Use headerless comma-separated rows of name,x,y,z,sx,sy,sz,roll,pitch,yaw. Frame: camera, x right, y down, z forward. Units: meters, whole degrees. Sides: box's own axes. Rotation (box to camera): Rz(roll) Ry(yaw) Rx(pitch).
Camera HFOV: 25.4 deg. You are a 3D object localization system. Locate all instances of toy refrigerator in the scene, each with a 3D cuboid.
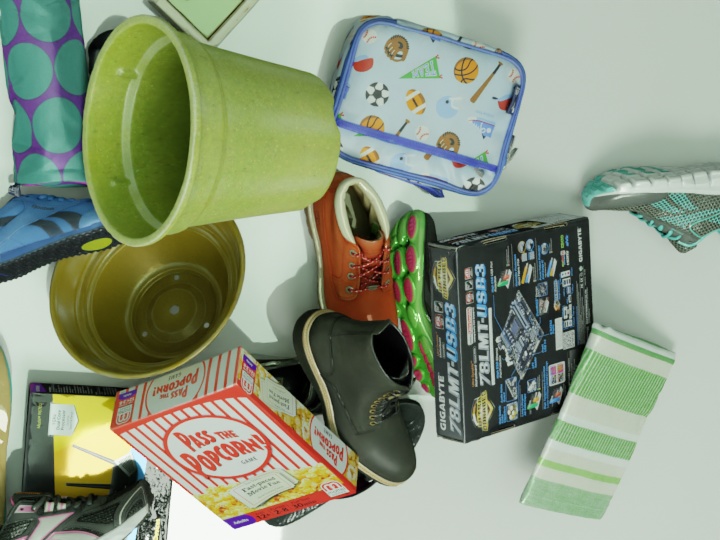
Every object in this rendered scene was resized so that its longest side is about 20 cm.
toy refrigerator,-0.108,-0.306,1.529,0.076,0.070,0.200,43,88,-16

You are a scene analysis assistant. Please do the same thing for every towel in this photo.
towel,0.249,0.161,1.674,0.152,0.023,0.201,19,96,-46

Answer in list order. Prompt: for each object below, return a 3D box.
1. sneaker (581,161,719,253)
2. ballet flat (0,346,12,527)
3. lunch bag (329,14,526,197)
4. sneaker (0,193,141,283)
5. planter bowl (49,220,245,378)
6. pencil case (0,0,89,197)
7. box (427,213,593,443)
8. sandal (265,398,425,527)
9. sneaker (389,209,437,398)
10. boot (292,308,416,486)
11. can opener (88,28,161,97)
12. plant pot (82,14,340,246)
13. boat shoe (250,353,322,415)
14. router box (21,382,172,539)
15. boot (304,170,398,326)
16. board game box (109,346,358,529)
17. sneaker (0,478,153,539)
sneaker,0.327,-0.062,1.667,0.198,0.078,0.092,-2,103,-11
ballet flat,-0.373,0.167,1.538,0.063,0.068,0.202,-11,105,-50
lunch bag,0.065,-0.159,1.591,0.198,0.076,0.162,16,97,-14
sneaker,-0.291,-0.049,1.509,0.198,0.066,0.079,-16,73,11
planter bowl,-0.192,0.024,1.534,0.198,0.084,0.202,-7,64,13
pencil case,-0.298,-0.175,1.499,0.085,0.092,0.202,-14,103,-46
box,0.156,0.055,1.615,0.197,0.049,0.202,-13,104,-38
sandal,-0.013,0.206,1.633,0.200,0.048,0.076,-34,123,-2
sneaker,0.079,0.031,1.633,0.083,0.077,0.202,-21,106,-28
boot,0.023,0.130,1.531,0.077,0.138,0.201,-43,113,-26
can opener,-0.171,-0.181,1.544,0.199,0.063,0.079,18,68,-24
plant pot,-0.125,-0.122,1.448,0.183,0.200,0.202,0,99,-37
boat shoe,-0.045,0.117,1.612,0.198,0.064,0.071,-3,99,-13
router box,-0.262,0.217,1.584,0.148,0.051,0.202,4,99,-13
boot,0.000,0.000,1.571,0.074,0.107,0.202,-18,97,-19
board game box,-0.118,0.164,1.524,0.151,0.047,0.200,-21,133,27
sneaker,-0.295,0.244,1.518,0.199,0.080,0.087,-27,94,-10
